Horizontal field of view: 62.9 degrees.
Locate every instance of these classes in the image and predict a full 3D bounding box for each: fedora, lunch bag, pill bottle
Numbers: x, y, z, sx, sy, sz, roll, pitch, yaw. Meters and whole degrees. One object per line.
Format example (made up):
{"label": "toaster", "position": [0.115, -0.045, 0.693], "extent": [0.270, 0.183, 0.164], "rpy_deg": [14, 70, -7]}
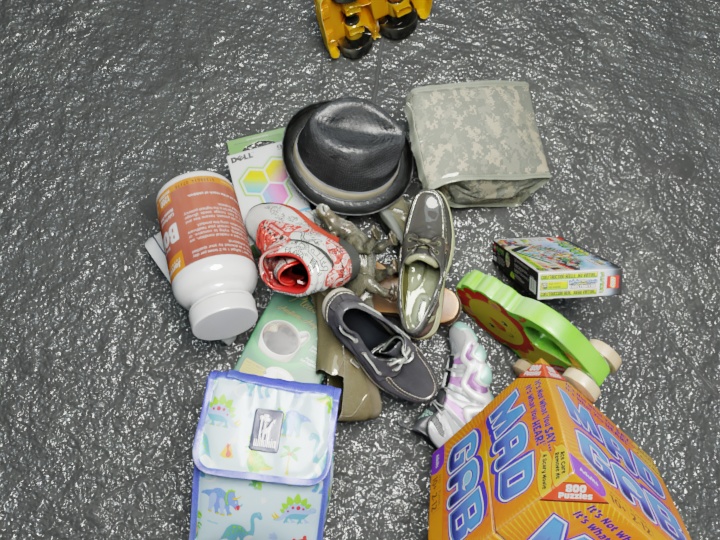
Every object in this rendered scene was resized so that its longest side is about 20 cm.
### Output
{"label": "fedora", "position": [-0.009, -0.176, 0.818], "extent": [0.195, 0.092, 0.206], "rpy_deg": [4, 73, -13]}
{"label": "lunch bag", "position": [-0.114, 0.231, 0.726], "extent": [0.165, 0.128, 0.206], "rpy_deg": [8, 98, -1]}
{"label": "lunch bag", "position": [0.162, -0.185, 0.879], "extent": [0.195, 0.118, 0.168], "rpy_deg": [-3, 72, -18]}
{"label": "pill bottle", "position": [-0.198, -0.019, 0.772], "extent": [0.110, 0.113, 0.204], "rpy_deg": [-17, 64, -7]}

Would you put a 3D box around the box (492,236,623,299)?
{"label": "box", "position": [0.259, -0.008, 0.805], "extent": [0.107, 0.200, 0.036], "rpy_deg": [-3, 104, -3]}

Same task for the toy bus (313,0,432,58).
{"label": "toy bus", "position": [-0.004, -0.480, 0.974], "extent": [0.197, 0.136, 0.194], "rpy_deg": [-27, 63, -7]}

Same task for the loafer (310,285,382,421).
{"label": "loafer", "position": [-0.028, 0.109, 0.778], "extent": [0.066, 0.076, 0.205], "rpy_deg": [-20, 91, -28]}

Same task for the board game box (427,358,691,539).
{"label": "board game box", "position": [0.211, 0.272, 0.652], "extent": [0.199, 0.201, 0.200], "rpy_deg": [40, 112, -8]}

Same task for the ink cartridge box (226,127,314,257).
{"label": "ink cartridge box", "position": [-0.140, -0.134, 0.896], "extent": [0.101, 0.059, 0.204], "rpy_deg": [-15, 74, -5]}

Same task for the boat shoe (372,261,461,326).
{"label": "boat shoe", "position": [0.050, 0.035, 0.847], "extent": [0.196, 0.070, 0.072], "rpy_deg": [21, 89, 15]}

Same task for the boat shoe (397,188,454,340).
{"label": "boat shoe", "position": [0.085, -0.012, 0.774], "extent": [0.070, 0.066, 0.206], "rpy_deg": [6, 84, 12]}

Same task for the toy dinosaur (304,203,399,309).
{"label": "toy dinosaur", "position": [0.000, 0.000, 0.803], "extent": [0.101, 0.076, 0.205], "rpy_deg": [-17, 89, 31]}

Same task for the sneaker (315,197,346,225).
{"label": "sneaker", "position": [-0.055, -0.157, 0.909], "extent": [0.103, 0.076, 0.204], "rpy_deg": [12, 70, 19]}

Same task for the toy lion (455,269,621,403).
{"label": "toy lion", "position": [0.214, 0.075, 0.780], "extent": [0.192, 0.200, 0.069], "rpy_deg": [45, 78, -8]}

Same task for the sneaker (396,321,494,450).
{"label": "sneaker", "position": [0.112, 0.179, 0.802], "extent": [0.136, 0.078, 0.205], "rpy_deg": [-11, 74, -6]}

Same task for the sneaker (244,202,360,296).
{"label": "sneaker", "position": [-0.104, -0.032, 0.752], "extent": [0.199, 0.107, 0.069], "rpy_deg": [27, 118, 28]}

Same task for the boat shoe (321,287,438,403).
{"label": "boat shoe", "position": [0.031, 0.104, 0.730], "extent": [0.073, 0.063, 0.200], "rpy_deg": [-47, 109, -6]}

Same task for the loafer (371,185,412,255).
{"label": "loafer", "position": [0.072, -0.069, 0.875], "extent": [0.069, 0.075, 0.202], "rpy_deg": [-32, 77, -6]}

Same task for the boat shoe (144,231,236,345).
{"label": "boat shoe", "position": [-0.230, 0.015, 0.847], "extent": [0.065, 0.072, 0.200], "rpy_deg": [-39, 70, -7]}

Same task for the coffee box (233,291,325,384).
{"label": "coffee box", "position": [-0.099, 0.118, 0.830], "extent": [0.121, 0.044, 0.203], "rpy_deg": [25, 75, 3]}
